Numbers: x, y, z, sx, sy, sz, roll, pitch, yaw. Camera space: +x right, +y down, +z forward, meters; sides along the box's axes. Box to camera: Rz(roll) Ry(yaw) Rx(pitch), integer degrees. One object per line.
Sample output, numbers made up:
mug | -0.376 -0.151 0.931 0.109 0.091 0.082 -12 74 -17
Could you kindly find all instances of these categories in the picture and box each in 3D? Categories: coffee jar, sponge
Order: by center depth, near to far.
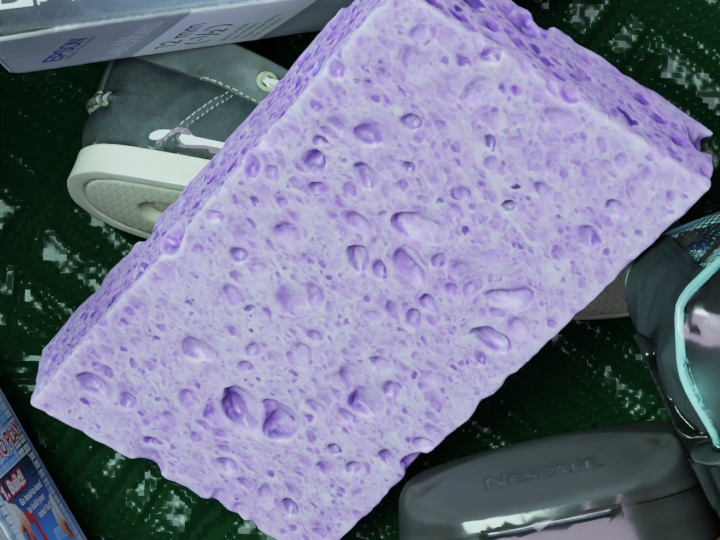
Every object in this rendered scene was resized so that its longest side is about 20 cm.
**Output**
sponge | 0.000 0.000 0.860 0.111 0.030 0.200 31 126 -18
coffee jar | 0.076 0.150 0.897 0.104 0.085 0.201 -12 92 4

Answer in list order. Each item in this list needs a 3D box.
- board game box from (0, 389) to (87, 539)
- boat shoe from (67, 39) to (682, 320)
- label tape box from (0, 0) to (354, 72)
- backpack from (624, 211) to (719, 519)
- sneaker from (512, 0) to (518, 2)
board game box | -0.149 0.134 0.906 0.199 0.062 0.200 -14 98 10
boat shoe | 0.012 -0.032 0.905 0.199 0.072 0.068 14 66 -4
label tape box | -0.078 -0.138 0.847 0.200 0.066 0.144 -10 85 -24
backpack | 0.195 0.029 0.832 0.200 0.153 0.176 -26 98 7
sneaker | 0.099 -0.155 0.897 0.200 0.076 0.091 -23 86 1
